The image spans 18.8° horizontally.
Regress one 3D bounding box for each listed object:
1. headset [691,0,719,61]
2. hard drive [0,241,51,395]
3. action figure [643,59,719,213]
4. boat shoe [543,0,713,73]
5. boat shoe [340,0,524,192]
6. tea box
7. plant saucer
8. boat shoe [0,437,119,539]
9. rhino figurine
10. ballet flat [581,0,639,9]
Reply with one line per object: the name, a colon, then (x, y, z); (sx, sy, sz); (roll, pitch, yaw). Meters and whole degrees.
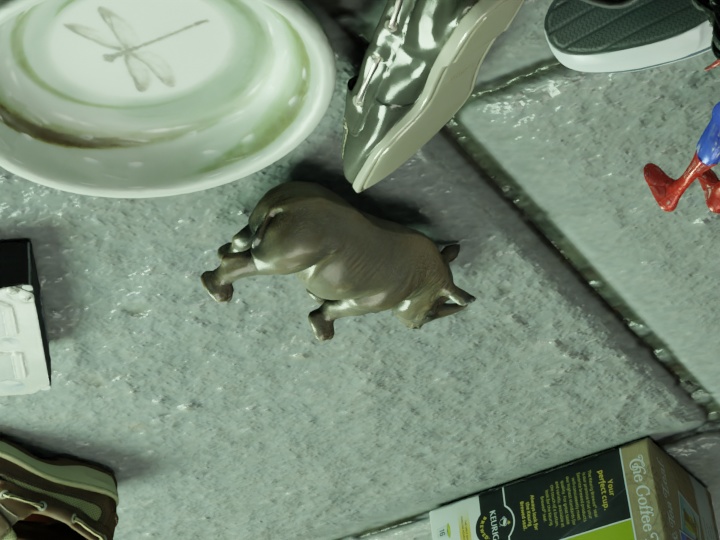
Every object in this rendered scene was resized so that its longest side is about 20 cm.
headset: (0.186, -0.196, 0.996); (0.123, 0.094, 0.200); (1, 137, -12)
hard drive: (-0.297, 0.038, 1.350); (0.199, 0.038, 0.140); (-4, 150, -6)
action figure: (0.229, -0.109, 1.195); (0.065, 0.052, 0.200); (5, 143, -30)
boat shoe: (0.196, -0.139, 1.111); (0.199, 0.074, 0.067); (-19, 145, 18)
boat shoe: (0.029, -0.114, 1.154); (0.067, 0.057, 0.200); (-32, 168, -32)
tea box: (0.175, 0.265, 1.663); (0.196, 0.201, 0.134); (-21, 146, 23)
plant saucer: (-0.113, -0.111, 1.122); (0.199, 0.050, 0.200); (-5, 150, -3)
boat shoe: (-0.258, 0.164, 1.530); (0.202, 0.075, 0.075); (14, 144, -31)
rhino figurine: (0.000, 0.000, 1.321); (0.200, 0.060, 0.087); (20, 130, -42)
ballet flat: (0.071, -0.176, 1.032); (0.200, 0.073, 0.073); (22, 139, -39)
